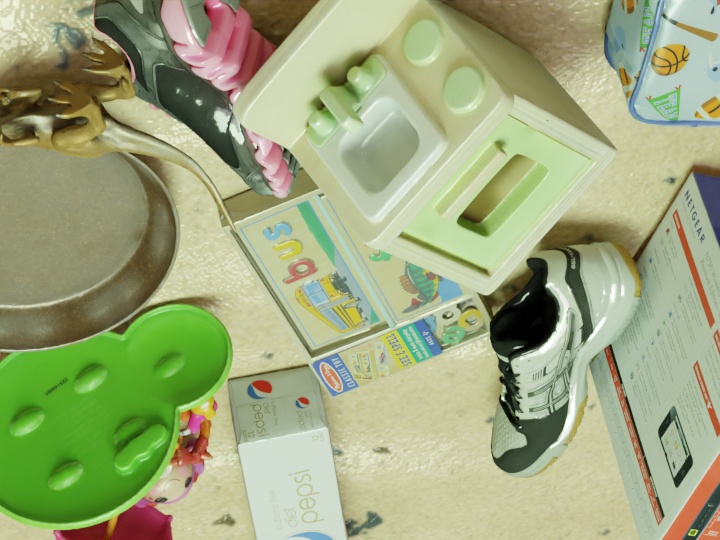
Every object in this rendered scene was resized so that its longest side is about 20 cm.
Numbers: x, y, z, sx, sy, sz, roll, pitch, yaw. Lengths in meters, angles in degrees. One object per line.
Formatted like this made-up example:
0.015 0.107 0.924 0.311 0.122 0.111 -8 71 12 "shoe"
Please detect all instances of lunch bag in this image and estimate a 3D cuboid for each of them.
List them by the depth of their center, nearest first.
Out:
0.246 -0.175 1.682 0.159 0.076 0.201 -1 134 -16 "lunch bag"

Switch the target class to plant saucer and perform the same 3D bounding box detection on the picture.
-0.218 -0.027 1.752 0.199 0.035 0.201 -6 135 -6 "plant saucer"

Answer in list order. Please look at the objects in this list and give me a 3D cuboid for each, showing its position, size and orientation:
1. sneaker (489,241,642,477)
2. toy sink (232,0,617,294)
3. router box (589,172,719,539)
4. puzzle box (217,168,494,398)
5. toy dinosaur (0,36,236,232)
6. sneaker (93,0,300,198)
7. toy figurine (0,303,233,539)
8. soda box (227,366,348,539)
0.119 0.060 1.884 0.087 0.076 0.201 1 126 -32 "sneaker"
0.043 -0.083 1.648 0.130 0.112 0.200 -48 144 14 "toy sink"
0.230 0.068 1.821 0.049 0.201 0.180 10 132 -21 "router box"
0.000 0.000 1.836 0.133 0.025 0.200 -22 136 10 "puzzle box"
-0.163 -0.088 1.657 0.199 0.061 0.106 8 148 -10 "toy dinosaur"
-0.101 -0.118 1.673 0.095 0.079 0.200 -5 140 25 "sneaker"
-0.163 0.134 1.889 0.200 0.150 0.184 -36 151 -11 "toy figurine"
-0.049 0.162 1.961 0.068 0.064 0.200 -11 137 -2 "soda box"
